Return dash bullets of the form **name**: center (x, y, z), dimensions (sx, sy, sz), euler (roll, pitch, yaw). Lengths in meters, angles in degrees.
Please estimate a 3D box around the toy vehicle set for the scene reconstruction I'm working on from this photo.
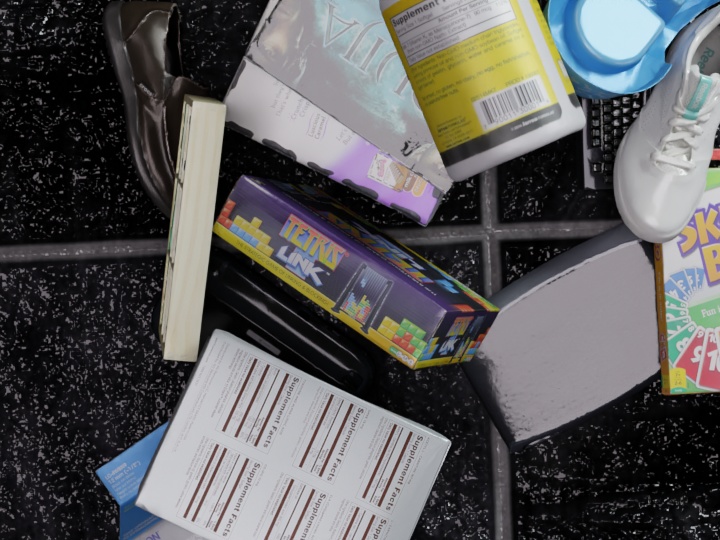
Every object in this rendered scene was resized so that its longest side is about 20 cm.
- **toy vehicle set**: center (-0.136, -0.038, 1.316), dimensions (0.026, 0.124, 0.201), euler (6, 96, -10)

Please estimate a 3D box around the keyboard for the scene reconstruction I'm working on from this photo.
- **keyboard**: center (0.192, -0.168, 1.370), dimensions (0.126, 0.021, 0.201), euler (-2, 95, 5)

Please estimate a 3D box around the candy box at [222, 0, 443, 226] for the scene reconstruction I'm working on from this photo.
- **candy box**: center (0.005, -0.158, 1.373), dimensions (0.199, 0.072, 0.169), euler (27, 99, 4)

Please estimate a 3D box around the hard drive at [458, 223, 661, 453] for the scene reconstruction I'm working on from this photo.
- **hard drive**: center (0.181, 0.058, 1.386), dimensions (0.199, 0.042, 0.135), euler (-31, 91, 10)

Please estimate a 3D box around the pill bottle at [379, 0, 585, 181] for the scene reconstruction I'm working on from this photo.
- **pill bottle**: center (0.082, -0.179, 1.239), dimensions (0.114, 0.114, 0.201), euler (-22, 91, 9)

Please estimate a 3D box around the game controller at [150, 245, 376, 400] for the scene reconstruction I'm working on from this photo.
- **game controller**: center (-0.086, 0.067, 1.431), dimensions (0.199, 0.042, 0.105), euler (35, 114, 3)

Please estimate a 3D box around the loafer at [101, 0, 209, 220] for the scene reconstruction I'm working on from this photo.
- **loafer**: center (-0.162, -0.138, 1.396), dimensions (0.071, 0.073, 0.201), euler (-15, 94, 10)

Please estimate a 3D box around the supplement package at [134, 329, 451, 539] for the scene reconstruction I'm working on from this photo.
- **supplement package**: center (-0.058, 0.154, 1.303), dimensions (0.199, 0.191, 0.148), euler (26, 84, -5)

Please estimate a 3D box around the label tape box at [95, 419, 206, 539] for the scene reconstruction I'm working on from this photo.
- **label tape box**: center (-0.129, 0.227, 1.435), dimensions (0.143, 0.066, 0.201), euler (-34, 92, 9)

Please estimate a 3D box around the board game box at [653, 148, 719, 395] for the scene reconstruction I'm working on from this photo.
- **board game box**: center (0.289, -0.001, 1.348), dimensions (0.095, 0.030, 0.201), euler (-2, 83, -9)

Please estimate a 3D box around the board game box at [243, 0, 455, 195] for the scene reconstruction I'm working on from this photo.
- **board game box**: center (0.024, -0.171, 1.318), dimensions (0.199, 0.028, 0.136), euler (34, 98, 2)

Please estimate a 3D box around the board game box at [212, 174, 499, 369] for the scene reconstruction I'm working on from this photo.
- **board game box**: center (0.000, 0.000, 1.323), dimensions (0.199, 0.165, 0.057), euler (34, 99, 16)

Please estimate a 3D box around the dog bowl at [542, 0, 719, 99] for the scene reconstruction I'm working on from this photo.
- **dog bowl**: center (0.215, -0.217, 1.307), dimensions (0.111, 0.050, 0.200), euler (40, 69, -5)

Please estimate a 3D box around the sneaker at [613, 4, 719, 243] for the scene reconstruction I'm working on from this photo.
- **sneaker**: center (0.256, -0.123, 1.302), dimensions (0.075, 0.089, 0.201), euler (19, 77, -1)
